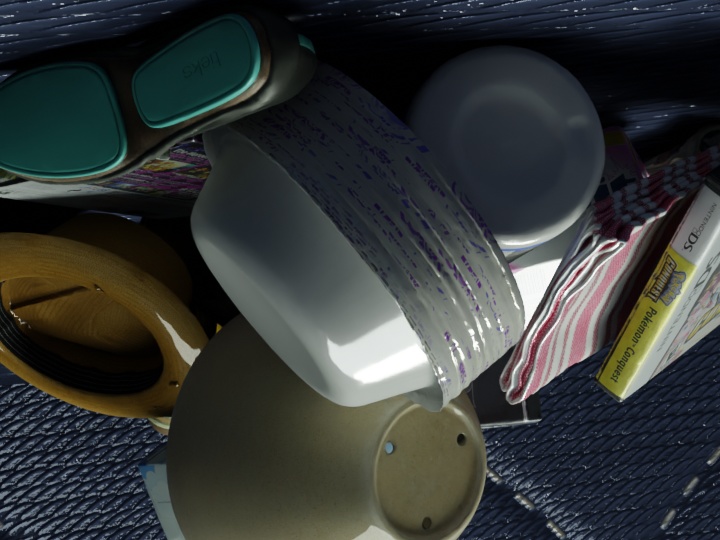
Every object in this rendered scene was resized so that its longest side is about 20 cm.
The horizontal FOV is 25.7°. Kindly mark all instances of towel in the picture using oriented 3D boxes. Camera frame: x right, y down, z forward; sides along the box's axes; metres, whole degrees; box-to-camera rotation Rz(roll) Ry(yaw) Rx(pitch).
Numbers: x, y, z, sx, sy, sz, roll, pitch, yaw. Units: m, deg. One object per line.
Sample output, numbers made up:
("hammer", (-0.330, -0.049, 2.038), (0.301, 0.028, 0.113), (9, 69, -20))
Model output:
("towel", (0.173, -0.003, 0.957), (0.200, 0.030, 0.146), (-24, 148, -43))

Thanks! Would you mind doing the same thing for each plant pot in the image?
("plant pot", (0.000, 0.117, 0.980), (0.200, 0.201, 0.134), (1, -179, -39))

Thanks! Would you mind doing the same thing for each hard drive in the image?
("hard drive", (-0.250, -0.015, 1.219), (0.139, 0.033, 0.200), (14, 167, -14))

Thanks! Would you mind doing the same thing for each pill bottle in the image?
("pill bottle", (0.063, -0.055, 0.946), (0.114, 0.114, 0.200), (-4, 173, -10))

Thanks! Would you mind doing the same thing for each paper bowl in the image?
("paper bowl", (-0.014, -0.007, 0.855), (0.104, 0.201, 0.201), (-41, 180, -12))

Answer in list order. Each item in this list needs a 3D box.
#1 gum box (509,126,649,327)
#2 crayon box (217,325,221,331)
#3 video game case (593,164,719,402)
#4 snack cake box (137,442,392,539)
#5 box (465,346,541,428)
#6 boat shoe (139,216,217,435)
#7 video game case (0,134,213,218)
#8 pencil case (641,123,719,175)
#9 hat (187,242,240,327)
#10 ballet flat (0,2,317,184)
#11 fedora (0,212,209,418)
("gum box", (0.110, -0.022, 1.094), (0.200, 0.114, 0.066), (-13, 137, 4))
("crayon box", (-0.115, 0.060, 1.388), (0.052, 0.200, 0.126), (-32, -171, 16))
("video game case", (0.241, -0.023, 0.989), (0.200, 0.025, 0.181), (-30, 152, -40))
("snack cake box", (-0.047, 0.119, 1.131), (0.115, 0.067, 0.200), (-10, -165, 38))
("box", (0.046, 0.045, 1.381), (0.200, 0.197, 0.117), (-7, 174, 12))
("boat shoe", (-0.140, 0.021, 1.187), (0.072, 0.200, 0.076), (-11, 146, -2))
("video game case", (-0.119, -0.069, 1.009), (0.181, 0.036, 0.200), (-8, 172, 31))
("pencil case", (0.226, -0.054, 1.199), (0.089, 0.078, 0.200), (15, 166, -20))
("hat", (-0.077, -0.002, 1.130), (0.081, 0.201, 0.201), (26, 160, -22))
("ballet flat", (-0.105, -0.084, 0.801), (0.200, 0.068, 0.068), (-9, 180, 33))
("fedora", (-0.180, 0.019, 1.081), (0.200, 0.082, 0.201), (16, 141, 13))
